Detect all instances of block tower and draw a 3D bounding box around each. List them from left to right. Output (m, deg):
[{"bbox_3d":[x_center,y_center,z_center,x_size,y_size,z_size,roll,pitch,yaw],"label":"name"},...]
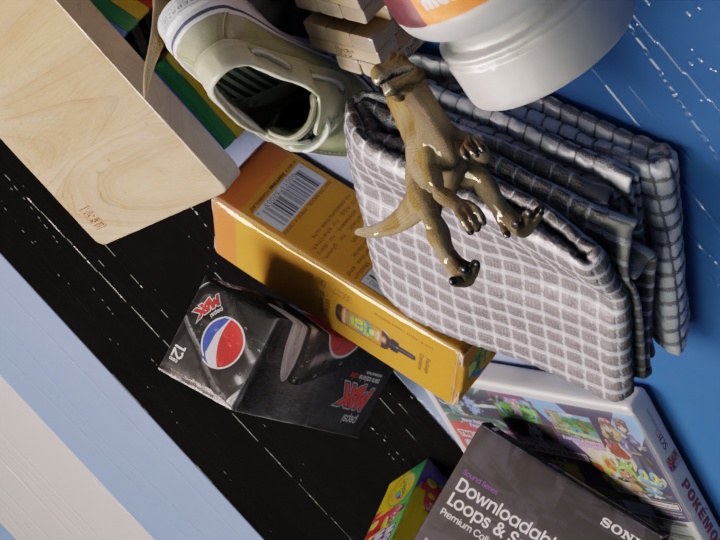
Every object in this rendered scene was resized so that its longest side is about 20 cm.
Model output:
[{"bbox_3d":[-0.017,-0.197,1.196,0.054,0.058,0.201,18,143,37],"label":"block tower"}]

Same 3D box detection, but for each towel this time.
[{"bbox_3d":[0.087,-0.020,1.285,0.199,0.086,0.166,26,149,28],"label":"towel"}]

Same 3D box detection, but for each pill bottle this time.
[{"bbox_3d":[0.042,-0.183,1.076,0.114,0.114,0.200,-2,129,53],"label":"pill bottle"}]

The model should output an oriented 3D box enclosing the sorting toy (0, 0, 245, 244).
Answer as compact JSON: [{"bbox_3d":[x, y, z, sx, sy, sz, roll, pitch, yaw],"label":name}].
[{"bbox_3d":[-0.175,-0.127,1.450,0.199,0.070,0.200,48,152,-14],"label":"sorting toy"}]

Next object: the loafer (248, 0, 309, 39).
[{"bbox_3d":[-0.059,-0.177,1.264,0.070,0.068,0.201,29,148,35],"label":"loafer"}]

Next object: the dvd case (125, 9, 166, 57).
[{"bbox_3d":[-0.218,-0.217,1.468,0.199,0.016,0.149,20,145,36],"label":"dvd case"}]

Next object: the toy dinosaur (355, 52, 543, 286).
[{"bbox_3d":[0.042,-0.047,1.166,0.101,0.058,0.200,53,165,21],"label":"toy dinosaur"}]

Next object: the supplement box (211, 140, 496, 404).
[{"bbox_3d":[0.000,0.000,1.446,0.199,0.069,0.067,34,153,17],"label":"supplement box"}]

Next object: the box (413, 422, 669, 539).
[{"bbox_3d":[0.090,0.220,1.462,0.142,0.201,0.036,30,-178,14],"label":"box"}]

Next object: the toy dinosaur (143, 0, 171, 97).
[{"bbox_3d":[-0.116,-0.181,1.291,0.200,0.058,0.102,-97,-19,-65],"label":"toy dinosaur"}]

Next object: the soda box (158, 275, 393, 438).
[{"bbox_3d":[-0.049,0.060,1.488,0.063,0.071,0.200,29,-176,25],"label":"soda box"}]

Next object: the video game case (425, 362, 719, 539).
[{"bbox_3d":[0.146,0.136,1.500,0.199,0.023,0.183,8,138,48],"label":"video game case"}]

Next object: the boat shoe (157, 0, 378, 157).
[{"bbox_3d":[-0.045,-0.097,1.276,0.200,0.072,0.062,25,-146,-54],"label":"boat shoe"}]

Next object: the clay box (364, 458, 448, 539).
[{"bbox_3d":[0.048,0.234,1.583,0.048,0.200,0.115,-37,103,28],"label":"clay box"}]
